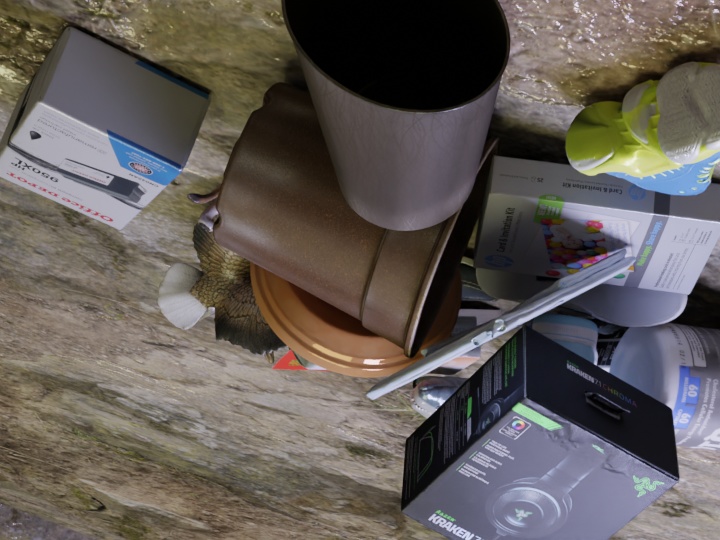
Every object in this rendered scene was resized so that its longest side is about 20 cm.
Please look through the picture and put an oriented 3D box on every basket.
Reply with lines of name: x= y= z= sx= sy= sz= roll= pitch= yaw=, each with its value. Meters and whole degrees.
basket: x=0.029 y=-0.129 z=1.284 sx=0.180 sy=0.136 sz=0.200 roll=39 pitch=160 yaw=21

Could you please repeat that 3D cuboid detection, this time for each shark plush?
shark plush: x=0.144 y=0.140 z=1.763 sx=0.198 sy=0.091 sz=0.084 roll=8 pitch=144 yaw=-12

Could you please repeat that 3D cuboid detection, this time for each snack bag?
snack bag: x=0.114 y=0.046 z=1.458 sx=0.188 sy=0.199 sz=0.022 roll=-31 pitch=85 yaw=45

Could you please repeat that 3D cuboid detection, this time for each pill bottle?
pill bottle: x=0.345 y=0.114 z=1.625 sx=0.198 sy=0.115 sz=0.114 roll=8 pitch=162 yaw=-20

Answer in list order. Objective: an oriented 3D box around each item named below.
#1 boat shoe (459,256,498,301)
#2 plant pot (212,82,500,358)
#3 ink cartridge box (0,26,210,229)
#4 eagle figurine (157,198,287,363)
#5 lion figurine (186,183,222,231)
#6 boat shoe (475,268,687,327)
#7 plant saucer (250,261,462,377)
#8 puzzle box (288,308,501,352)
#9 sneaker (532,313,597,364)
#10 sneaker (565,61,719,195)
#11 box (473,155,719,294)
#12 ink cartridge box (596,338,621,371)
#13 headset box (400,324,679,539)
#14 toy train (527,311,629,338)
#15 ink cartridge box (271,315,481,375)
boat shoe: x=0.049 y=0.012 z=1.716 sx=0.198 sy=0.062 sz=0.075 roll=11 pitch=158 yaw=16
plant pot: x=-0.008 y=-0.056 z=1.462 sx=0.197 sy=0.201 sz=0.201 roll=23 pitch=158 yaw=8
ink cartridge box: x=-0.244 y=-0.126 z=1.590 sx=0.144 sy=0.085 sz=0.200 roll=25 pitch=157 yaw=-16
eagle figurine: x=-0.110 y=0.004 z=1.747 sx=0.151 sy=0.152 sz=0.200 roll=32 pitch=167 yaw=-6
lion figurine: x=-0.056 y=-0.050 z=1.626 sx=0.200 sy=0.123 sz=0.072 roll=39 pitch=162 yaw=-12
boat shoe: x=0.211 y=0.013 z=1.612 sx=0.198 sy=0.072 sz=0.070 roll=5 pitch=179 yaw=21
plant saucer: x=0.000 y=0.000 z=1.557 sx=0.199 sy=0.201 sz=0.038 roll=19 pitch=147 yaw=-5
puzzle box: x=0.035 y=0.067 z=1.816 sx=0.198 sy=0.026 sz=0.133 roll=3 pitch=163 yaw=-19
sneaker: x=0.185 y=0.125 z=1.654 sx=0.079 sy=0.132 sz=0.200 roll=6 pitch=165 yaw=10
sneaker: x=0.254 y=-0.104 z=1.310 sx=0.104 sy=0.076 sz=0.199 roll=18 pitch=168 yaw=-33
box: x=0.203 y=-0.037 z=1.485 sx=0.198 sy=0.041 sz=0.156 roll=8 pitch=157 yaw=2
ink cartridge box: x=0.277 y=0.105 z=1.767 sx=0.099 sy=0.039 sz=0.200 roll=26 pitch=166 yaw=-20
headset box: x=0.162 y=0.165 z=1.526 sx=0.173 sy=0.093 sz=0.200 roll=30 pitch=127 yaw=-19
toy train: x=0.213 y=0.055 z=1.720 sx=0.034 sy=0.046 sz=0.200 roll=19 pitch=158 yaw=-24
ink cartridge box: x=0.011 y=0.094 z=1.769 sx=0.161 sy=0.051 sz=0.200 roll=3 pitch=158 yaw=-21
